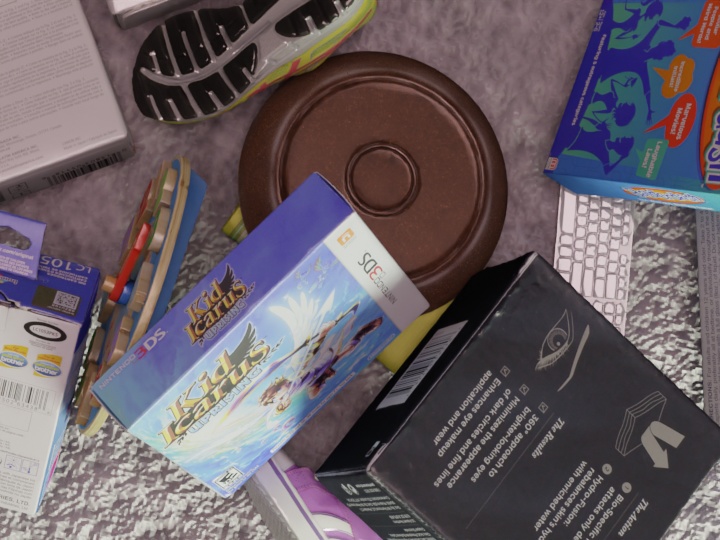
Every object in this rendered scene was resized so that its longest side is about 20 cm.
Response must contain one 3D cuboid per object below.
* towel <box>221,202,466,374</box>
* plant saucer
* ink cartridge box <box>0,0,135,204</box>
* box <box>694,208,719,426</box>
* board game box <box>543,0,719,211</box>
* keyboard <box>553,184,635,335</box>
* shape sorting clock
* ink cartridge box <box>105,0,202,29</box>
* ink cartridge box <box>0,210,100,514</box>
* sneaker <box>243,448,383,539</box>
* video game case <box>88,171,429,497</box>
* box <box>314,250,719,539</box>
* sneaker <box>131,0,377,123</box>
[{"bbox_3d":[0.000,0.000,1.480,0.200,0.018,0.086,40,90,-2],"label":"towel"},{"bbox_3d":[0.012,-0.064,1.458,0.200,0.034,0.201,2,81,-10],"label":"plant saucer"},{"bbox_3d":[-0.269,-0.149,1.461,0.162,0.050,0.200,-20,72,-4],"label":"ink cartridge box"},{"bbox_3d":[0.331,0.025,1.402,0.105,0.200,0.184,-2,89,-27],"label":"box"},{"bbox_3d":[0.234,-0.120,1.410,0.045,0.200,0.152,27,79,-41],"label":"board game box"},{"bbox_3d":[0.171,-0.013,1.495,0.056,0.011,0.201,5,88,-4],"label":"keyboard"},{"bbox_3d":[-0.156,0.016,1.376,0.039,0.200,0.200,23,87,-10],"label":"shape sorting clock"},{"bbox_3d":[-0.141,-0.289,1.442,0.145,0.084,0.200,-21,90,-4],"label":"ink cartridge box"},{"bbox_3d":[-0.259,0.055,1.383,0.136,0.076,0.200,15,122,-4],"label":"ink cartridge box"},{"bbox_3d":[0.004,0.178,1.456,0.114,0.073,0.201,-40,94,-16],"label":"sneaker"},{"bbox_3d":[-0.060,0.049,1.339,0.200,0.181,0.045,-44,63,-1],"label":"video game case"},{"bbox_3d":[0.112,0.130,1.401,0.200,0.117,0.197,43,70,-9],"label":"box"},{"bbox_3d":[-0.070,-0.158,1.450,0.200,0.090,0.078,-25,78,18],"label":"sneaker"}]
